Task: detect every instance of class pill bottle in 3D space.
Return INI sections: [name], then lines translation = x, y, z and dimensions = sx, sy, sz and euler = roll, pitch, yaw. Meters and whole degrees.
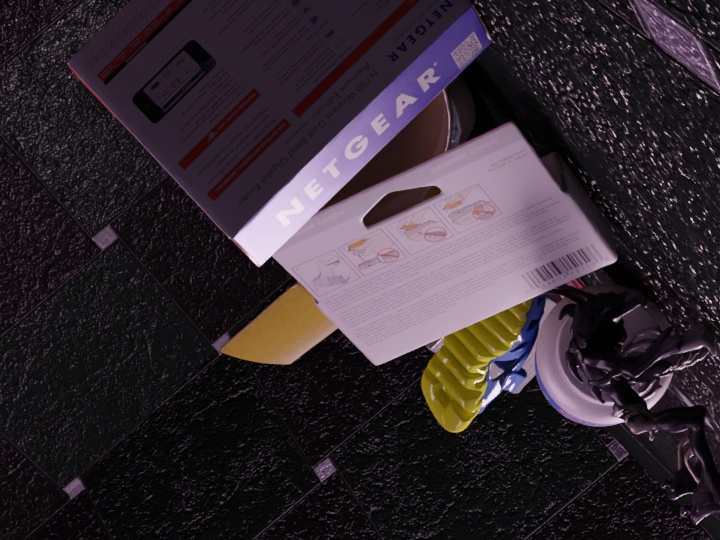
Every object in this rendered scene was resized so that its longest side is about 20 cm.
[pill bottle]
translation = 0.197, 0.070, 1.419
dimensions = 0.112, 0.112, 0.200
euler = 46, 180, 8

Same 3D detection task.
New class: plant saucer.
[plant saucer]
translation = 0.000, 0.000, 1.387
dimensions = 0.049, 0.200, 0.200
euler = 51, 152, 1

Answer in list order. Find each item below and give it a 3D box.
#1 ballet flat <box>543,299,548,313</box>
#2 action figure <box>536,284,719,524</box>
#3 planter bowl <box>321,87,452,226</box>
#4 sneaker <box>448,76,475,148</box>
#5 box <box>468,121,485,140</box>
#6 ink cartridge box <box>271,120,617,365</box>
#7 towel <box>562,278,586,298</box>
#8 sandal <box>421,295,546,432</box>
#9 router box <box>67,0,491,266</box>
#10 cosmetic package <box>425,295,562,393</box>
[ballet flat]
translation = 0.087, -0.010, 1.503
dimensions = 0.200, 0.068, 0.068
euler = 47, 179, -26
[action figure]
translation = 0.214, 0.075, 1.260
dimensions = 0.201, 0.102, 0.119
euler = 55, -174, 1
[planter bowl]
translation = -0.033, -0.139, 1.255
dimensions = 0.200, 0.200, 0.135
euler = 46, -153, -27
[sneaker]
translation = 0.026, -0.090, 1.360
dimensions = 0.074, 0.082, 0.200
euler = 40, 152, 4
[box]
translation = 0.089, -0.090, 1.499
dimensions = 0.199, 0.050, 0.200
euler = 46, 179, -4
[ink cartridge box]
translation = 0.053, -0.026, 1.207
dimensions = 0.174, 0.199, 0.044
euler = 47, -155, -44
[towel]
translation = 0.179, -0.012, 1.780
dimensions = 0.144, 0.023, 0.200
euler = 48, 179, -25
[sandal]
translation = 0.116, 0.051, 1.472
dimensions = 0.080, 0.087, 0.200
euler = 54, 146, 24
[router box]
translation = -0.053, -0.133, 1.070
dimensions = 0.180, 0.200, 0.049
euler = 46, 179, 28
[cosmetic package]
translation = 0.119, 0.036, 1.668
dimensions = 0.090, 0.107, 0.200
euler = 48, -168, 29
